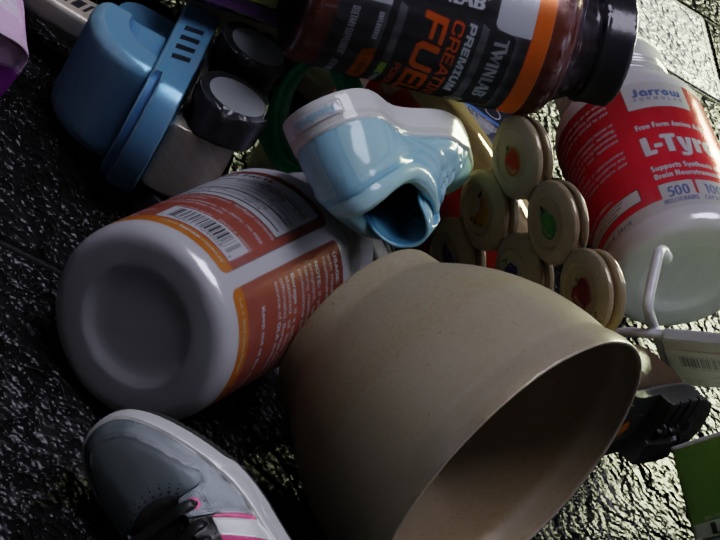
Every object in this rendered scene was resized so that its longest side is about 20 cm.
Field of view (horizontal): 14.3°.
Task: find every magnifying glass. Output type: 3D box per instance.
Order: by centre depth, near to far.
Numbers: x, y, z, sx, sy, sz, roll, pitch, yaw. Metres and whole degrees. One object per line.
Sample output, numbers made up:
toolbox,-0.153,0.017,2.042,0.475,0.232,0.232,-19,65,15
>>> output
magnifying glass,-0.059,-0.110,1.760,0.022,0.080,0.200,7,15,-38

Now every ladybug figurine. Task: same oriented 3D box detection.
ladybug figurine,0.051,-0.051,1.821,0.200,0.072,0.136,57,-7,-36

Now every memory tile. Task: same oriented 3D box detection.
memory tile,0.085,0.017,1.707,0.017,0.200,0.154,-6,55,-30

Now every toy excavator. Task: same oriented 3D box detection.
toy excavator,-0.149,-0.136,1.727,0.200,0.100,0.195,29,31,-8

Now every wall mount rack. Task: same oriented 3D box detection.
wall mount rack,0.267,0.048,1.929,0.174,0.200,0.075,60,40,-57

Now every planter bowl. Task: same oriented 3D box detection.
planter bowl,0.039,0.074,1.594,0.135,0.200,0.200,43,28,24

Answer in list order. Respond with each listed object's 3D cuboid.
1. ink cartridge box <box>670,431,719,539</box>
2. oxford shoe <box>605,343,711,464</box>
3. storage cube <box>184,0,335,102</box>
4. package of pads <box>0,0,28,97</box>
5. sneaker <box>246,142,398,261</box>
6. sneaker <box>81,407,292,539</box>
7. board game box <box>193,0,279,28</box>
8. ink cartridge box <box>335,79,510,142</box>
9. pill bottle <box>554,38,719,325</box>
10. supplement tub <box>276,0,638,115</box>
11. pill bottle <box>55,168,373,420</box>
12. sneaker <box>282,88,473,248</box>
ink cartridge box,0.262,0.127,1.811,0.200,0.148,0.076,-1,74,-51
oxford shoe,0.137,0.077,1.828,0.084,0.073,0.200,49,21,27
storage cube,-0.027,-0.230,1.829,0.200,0.180,0.171,39,-7,-6
package of pads,-0.246,-0.157,1.597,0.076,0.121,0.200,23,35,-32
sneaker,0.000,0.000,1.750,0.084,0.075,0.200,26,39,-51
sneaker,-0.085,0.162,1.437,0.200,0.084,0.121,48,21,5
board game box,-0.004,-0.193,1.731,0.200,0.120,0.032,18,1,-12
ink cartridge box,0.025,-0.133,1.976,0.200,0.039,0.100,35,32,-13
pill bottle,0.202,-0.068,2.034,0.112,0.112,0.200,20,37,-35
supplement tub,0.058,-0.152,1.678,0.200,0.107,0.107,12,38,-12
pill bottle,-0.074,0.006,1.609,0.112,0.112,0.200,49,30,8
sneaker,0.018,-0.046,1.632,0.200,0.074,0.082,7,60,-64
